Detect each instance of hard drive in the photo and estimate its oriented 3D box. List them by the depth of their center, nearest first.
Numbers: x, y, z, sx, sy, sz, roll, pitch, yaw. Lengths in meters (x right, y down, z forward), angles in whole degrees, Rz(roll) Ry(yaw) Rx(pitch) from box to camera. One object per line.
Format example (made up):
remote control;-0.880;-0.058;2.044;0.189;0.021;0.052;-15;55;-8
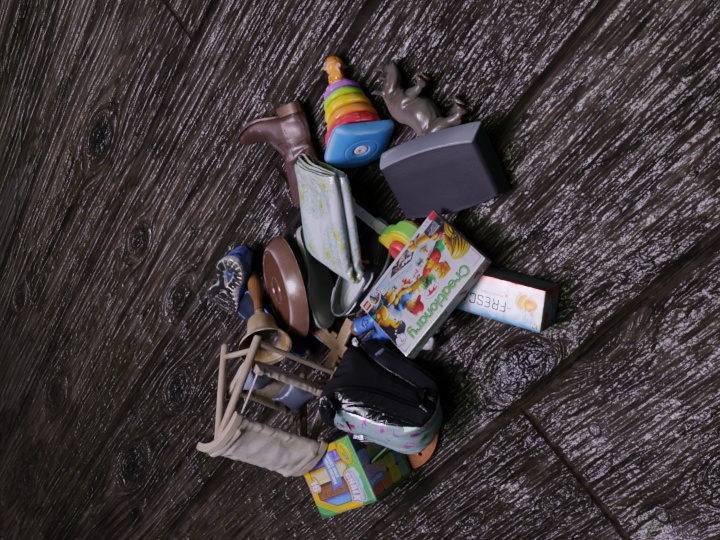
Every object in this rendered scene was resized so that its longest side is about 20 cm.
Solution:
hard drive;0.129;-0.152;1.137;0.198;0.042;0.136;-10;119;41

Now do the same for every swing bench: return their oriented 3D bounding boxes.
swing bench;-0.159;0.249;1.265;0.129;0.197;0.204;-18;55;47

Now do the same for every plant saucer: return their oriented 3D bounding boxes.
plant saucer;-0.151;0.035;1.375;0.200;0.034;0.204;164;91;-70

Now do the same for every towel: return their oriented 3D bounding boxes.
towel;-0.059;-0.093;1.240;0.171;0.047;0.203;38;142;58

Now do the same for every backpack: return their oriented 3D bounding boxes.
backpack;0.046;0.224;1.216;0.197;0.168;0.128;15;147;21

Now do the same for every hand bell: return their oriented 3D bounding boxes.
hand bell;-0.202;0.077;1.399;0.105;0.103;0.202;-56;35;32

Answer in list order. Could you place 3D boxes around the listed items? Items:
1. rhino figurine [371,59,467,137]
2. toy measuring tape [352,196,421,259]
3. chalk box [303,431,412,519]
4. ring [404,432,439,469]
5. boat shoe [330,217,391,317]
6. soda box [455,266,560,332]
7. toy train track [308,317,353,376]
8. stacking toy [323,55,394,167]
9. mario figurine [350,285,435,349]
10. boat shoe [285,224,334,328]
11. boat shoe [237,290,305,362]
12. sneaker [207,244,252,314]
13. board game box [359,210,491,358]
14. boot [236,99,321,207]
rhino figurine;0.088;-0.279;1.163;0.200;0.059;0.088;43;121;23
toy measuring tape;0.053;-0.074;1.213;0.199;0.073;0.074;40;122;10
chalk box;0.004;0.354;1.298;0.199;0.124;0.126;-32;80;40
ring;0.065;0.273;1.324;0.198;0.019;0.205;8;103;37
boat shoe;0.000;0.000;1.291;0.075;0.060;0.203;30;117;30
soda box;0.214;0.036;1.127;0.198;0.063;0.070;16;109;36
toy train track;-0.062;0.129;1.383;0.199;0.032;0.116;35;103;37
stacking toy;-0.027;-0.292;1.235;0.110;0.114;0.203;118;139;-61
mario figurine;0.074;0.084;1.258;0.123;0.107;0.199;37;141;-16
boat shoe;-0.098;0.016;1.368;0.060;0.071;0.205;-18;80;43
boat shoe;-0.183;0.126;1.457;0.069;0.084;0.200;-53;52;13
sneaker;-0.265;0.019;1.503;0.078;0.090;0.201;35;140;1
board game box;0.102;0.022;1.133;0.126;0.034;0.201;44;104;31
boot;-0.148;-0.202;1.371;0.184;0.064;0.204;-17;93;40
